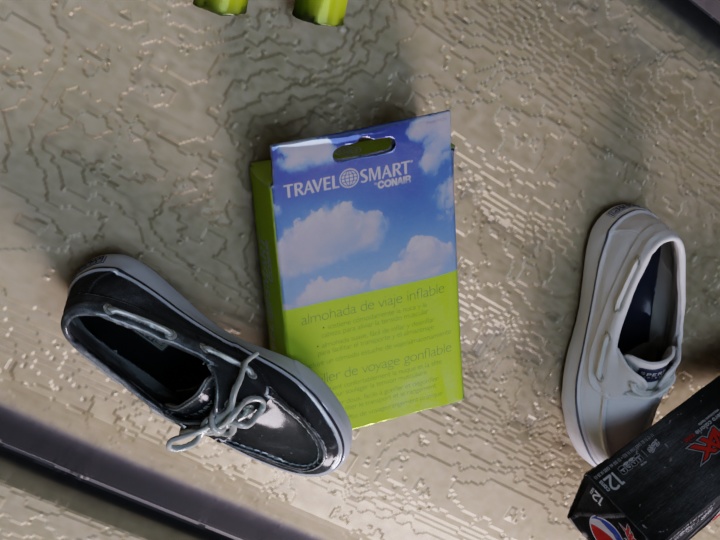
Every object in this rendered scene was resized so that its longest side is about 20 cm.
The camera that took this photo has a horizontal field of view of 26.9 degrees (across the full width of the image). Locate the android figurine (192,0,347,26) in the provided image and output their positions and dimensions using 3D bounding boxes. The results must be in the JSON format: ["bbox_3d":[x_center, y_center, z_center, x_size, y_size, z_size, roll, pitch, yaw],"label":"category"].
[{"bbox_3d":[-0.034,-0.237,0.823,0.181,0.041,0.201,0,111,-25],"label":"android figurine"}]

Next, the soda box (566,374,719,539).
[{"bbox_3d":[0.240,0.130,1.047,0.200,0.071,0.063,-31,154,-27],"label":"soda box"}]

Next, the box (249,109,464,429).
[{"bbox_3d":[0.000,0.000,0.931,0.122,0.048,0.201,-13,116,-19],"label":"box"}]

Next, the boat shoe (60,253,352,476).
[{"bbox_3d":[-0.088,0.069,0.879,0.074,0.068,0.199,-39,111,22],"label":"boat shoe"}]

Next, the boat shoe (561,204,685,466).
[{"bbox_3d":[0.185,0.057,1.031,0.073,0.065,0.201,-13,116,-21],"label":"boat shoe"}]
